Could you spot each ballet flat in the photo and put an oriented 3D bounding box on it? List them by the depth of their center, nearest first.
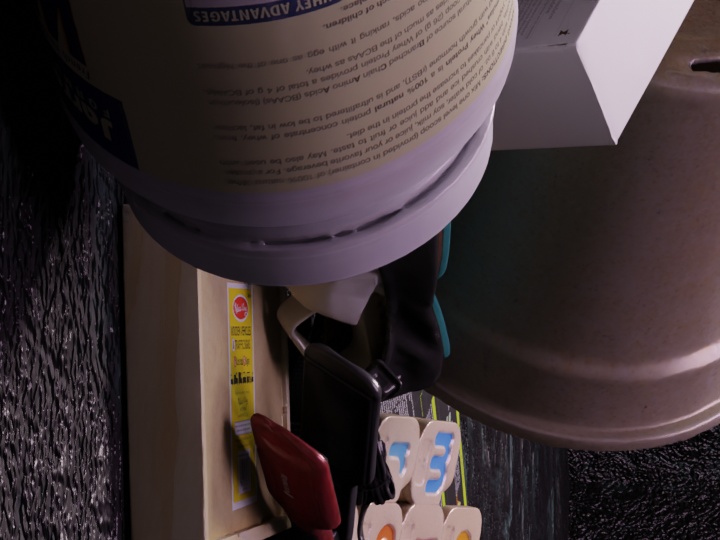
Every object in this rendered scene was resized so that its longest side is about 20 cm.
[{"bbox_3d":[0.000,0.000,1.058,0.068,0.068,0.200,53,-16,30],"label":"ballet flat"}]

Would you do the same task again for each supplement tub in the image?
[{"bbox_3d":[-0.029,-0.105,0.787,0.200,0.145,0.145,80,11,-49],"label":"supplement tub"}]

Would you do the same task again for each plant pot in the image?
[{"bbox_3d":[0.109,-0.057,1.161,0.200,0.200,0.184,-84,-173,-46],"label":"plant pot"}]

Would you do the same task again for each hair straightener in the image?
[{"bbox_3d":[0.001,0.077,1.063,0.077,0.041,0.200,-53,158,-18],"label":"hair straightener"}]

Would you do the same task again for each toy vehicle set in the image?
[{"bbox_3d":[-0.055,0.042,1.015,0.200,0.027,0.124,19,70,-82],"label":"toy vehicle set"}]

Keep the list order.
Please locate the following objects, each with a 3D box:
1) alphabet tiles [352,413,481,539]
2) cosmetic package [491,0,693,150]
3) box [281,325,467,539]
[{"bbox_3d":[0.004,0.165,1.237,0.196,0.015,0.200,11,90,-64],"label":"alphabet tiles"},{"bbox_3d":[0.089,-0.124,1.008,0.200,0.083,0.051,-58,132,-39],"label":"cosmetic package"},{"bbox_3d":[0.008,0.100,1.333,0.193,0.048,0.200,-70,158,-54],"label":"box"}]
